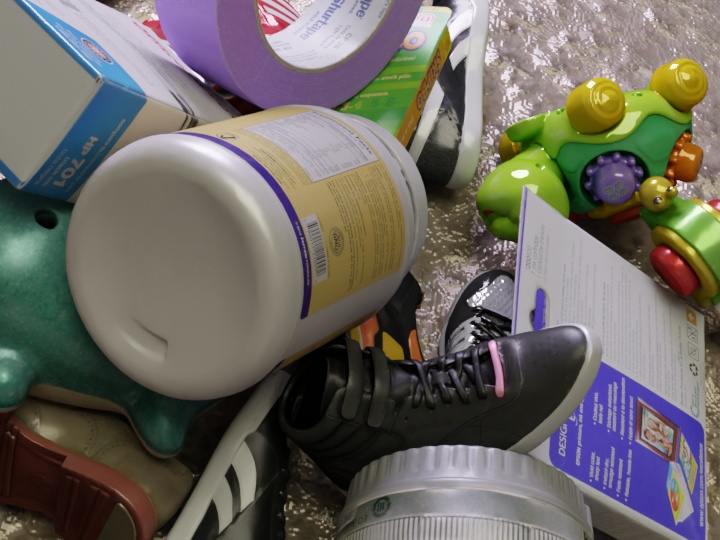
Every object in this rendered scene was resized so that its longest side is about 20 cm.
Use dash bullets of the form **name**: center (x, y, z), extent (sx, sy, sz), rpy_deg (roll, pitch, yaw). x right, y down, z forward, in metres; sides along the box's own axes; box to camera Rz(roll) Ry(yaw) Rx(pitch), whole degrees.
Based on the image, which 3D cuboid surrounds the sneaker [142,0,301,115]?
- **sneaker**: center (-0.131, -0.171, 1.046), extent (0.200, 0.078, 0.116), rpy_deg (5, 43, -19)

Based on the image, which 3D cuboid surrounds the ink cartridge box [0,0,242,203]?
- **ink cartridge box**: center (-0.170, -0.109, 0.845), extent (0.146, 0.200, 0.086), rpy_deg (43, 100, 21)

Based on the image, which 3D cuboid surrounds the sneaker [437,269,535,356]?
- **sneaker**: center (0.089, 0.071, 0.929), extent (0.076, 0.088, 0.200), rpy_deg (18, 54, -2)

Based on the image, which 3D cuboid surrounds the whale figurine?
- **whale figurine**: center (-0.168, 0.022, 0.816), extent (0.200, 0.104, 0.159), rpy_deg (36, 44, 6)

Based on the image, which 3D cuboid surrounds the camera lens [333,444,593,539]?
- **camera lens**: center (0.055, 0.220, 0.777), extent (0.160, 0.160, 0.200), rpy_deg (11, 56, -9)

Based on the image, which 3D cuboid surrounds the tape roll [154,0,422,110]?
- **tape roll**: center (-0.039, -0.206, 0.902), extent (0.066, 0.200, 0.200), rpy_deg (29, 50, 36)

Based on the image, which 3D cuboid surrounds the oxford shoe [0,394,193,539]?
- **oxford shoe**: center (-0.195, 0.104, 0.845), extent (0.200, 0.071, 0.075), rpy_deg (31, 33, 15)

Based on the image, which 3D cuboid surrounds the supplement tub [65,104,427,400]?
- **supplement tub**: center (-0.057, -0.019, 0.798), extent (0.145, 0.145, 0.200), rpy_deg (42, 28, 12)

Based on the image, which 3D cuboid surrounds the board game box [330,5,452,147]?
- **board game box**: center (-0.006, -0.114, 0.967), extent (0.095, 0.030, 0.200), rpy_deg (9, 58, 23)

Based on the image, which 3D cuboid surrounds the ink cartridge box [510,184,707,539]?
- **ink cartridge box**: center (0.158, 0.072, 0.925), extent (0.200, 0.043, 0.198), rpy_deg (33, 49, -30)

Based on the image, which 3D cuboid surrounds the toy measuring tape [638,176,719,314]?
- **toy measuring tape**: center (0.267, 0.013, 0.984), extent (0.200, 0.074, 0.074), rpy_deg (51, 55, -11)

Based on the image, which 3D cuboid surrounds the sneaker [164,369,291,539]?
- **sneaker**: center (-0.057, 0.167, 0.840), extent (0.112, 0.073, 0.200), rpy_deg (29, 63, 0)

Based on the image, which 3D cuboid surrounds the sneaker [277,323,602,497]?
- **sneaker**: center (0.038, 0.071, 0.800), extent (0.099, 0.200, 0.071), rpy_deg (38, 36, -39)

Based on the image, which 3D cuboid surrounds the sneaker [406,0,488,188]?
- **sneaker**: center (0.037, -0.162, 1.064), extent (0.112, 0.073, 0.200), rpy_deg (10, 57, -11)

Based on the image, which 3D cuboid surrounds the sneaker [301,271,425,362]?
- **sneaker**: center (0.000, 0.000, 0.971), extent (0.090, 0.070, 0.200), rpy_deg (14, 50, -30)

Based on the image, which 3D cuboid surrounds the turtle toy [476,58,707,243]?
- **turtle toy**: center (0.171, -0.080, 1.033), extent (0.200, 0.146, 0.101), rpy_deg (-16, 85, -24)
